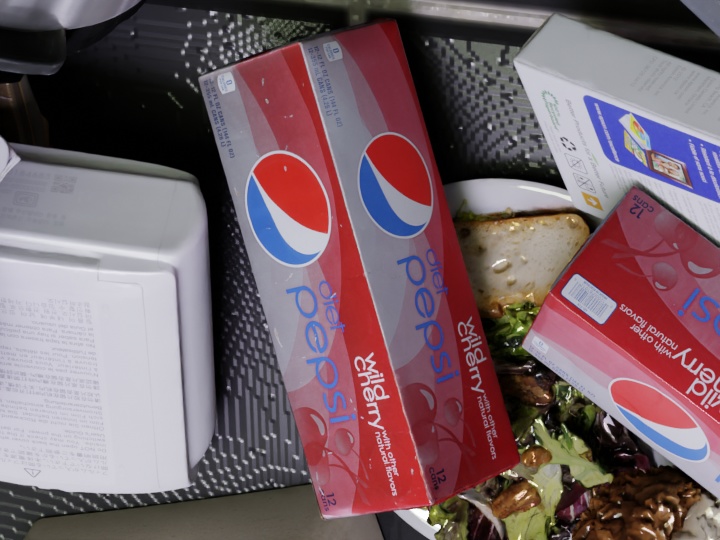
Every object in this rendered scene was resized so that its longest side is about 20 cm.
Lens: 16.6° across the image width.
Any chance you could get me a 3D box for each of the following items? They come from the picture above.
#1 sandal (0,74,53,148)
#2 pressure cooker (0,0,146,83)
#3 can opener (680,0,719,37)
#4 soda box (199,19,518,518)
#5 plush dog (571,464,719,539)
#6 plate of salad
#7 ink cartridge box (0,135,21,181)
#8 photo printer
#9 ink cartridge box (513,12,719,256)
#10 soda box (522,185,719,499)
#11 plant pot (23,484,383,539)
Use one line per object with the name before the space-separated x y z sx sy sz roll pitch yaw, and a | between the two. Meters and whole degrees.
sandal | -0.177 -0.061 1.151 0.080 0.054 0.201 6 125 12
pressure cooker | -0.141 -0.187 1.003 0.178 0.176 0.200 40 135 2
can opener | 0.180 -0.075 0.961 0.200 0.067 0.053 38 131 -26
soda box | 0.000 0.000 1.061 0.070 0.063 0.202 -13 95 44
plush dog | 0.153 0.159 1.079 0.199 0.160 0.173 7 111 -28
plate of salad | 0.070 0.056 1.107 0.198 0.048 0.202 9 117 18
ink cartridge box | -0.248 -0.091 1.003 0.084 0.200 0.145 -50 132 1
photo printer | -0.148 0.029 1.135 0.165 0.070 0.201 7 142 5
ink cartridge box | 0.153 -0.032 0.970 0.199 0.037 0.095 28 157 39
soda box | 0.165 0.058 1.001 0.200 0.063 0.070 38 159 8
plant pot | -0.086 0.240 1.186 0.199 0.177 0.201 -10 110 26
